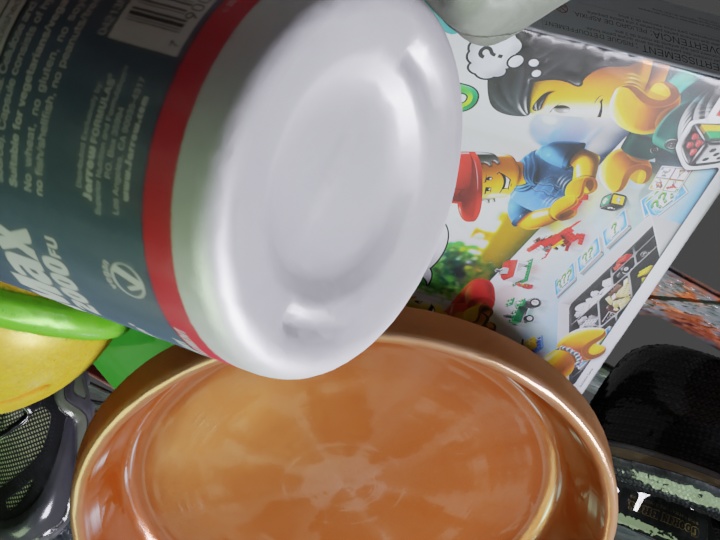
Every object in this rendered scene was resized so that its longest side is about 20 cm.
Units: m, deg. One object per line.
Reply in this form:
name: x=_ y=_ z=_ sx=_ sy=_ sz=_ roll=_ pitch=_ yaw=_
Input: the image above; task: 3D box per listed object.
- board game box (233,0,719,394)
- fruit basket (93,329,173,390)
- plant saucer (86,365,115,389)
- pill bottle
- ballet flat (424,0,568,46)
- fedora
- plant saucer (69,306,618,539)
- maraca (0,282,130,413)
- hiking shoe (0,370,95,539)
board game box: x=0.045 y=-0.018 z=0.853 sx=0.126 sy=0.035 sz=0.200 roll=12 pitch=135 yaw=-17
fruit basket: x=0.000 y=0.000 z=0.970 sx=0.215 sy=0.156 sz=0.216 roll=16 pitch=136 yaw=16
plant saucer: x=-0.089 y=0.007 z=1.189 sx=0.200 sy=0.037 sz=0.199 roll=28 pitch=-160 yaw=26
pill bottle: x=-0.081 y=-0.049 z=0.741 sx=0.199 sy=0.120 sz=0.120 roll=18 pitch=169 yaw=35
ballet flat: x=0.001 y=-0.133 z=0.680 sx=0.064 sy=0.068 sz=0.200 roll=-21 pitch=141 yaw=32
fedora: x=0.182 y=0.096 z=1.347 sx=0.200 sy=0.092 sz=0.201 roll=21 pitch=169 yaw=4
plant saucer: x=-0.006 y=0.082 z=0.904 sx=0.199 sy=0.032 sz=0.201 roll=-1 pitch=134 yaw=-1
maraca: x=-0.160 y=-0.009 z=0.889 sx=0.137 sy=0.107 sz=0.200 roll=17 pitch=-175 yaw=-36
hiking shoe: x=-0.182 y=0.027 z=1.069 sx=0.076 sy=0.201 sz=0.101 roll=-16 pitch=177 yaw=39
